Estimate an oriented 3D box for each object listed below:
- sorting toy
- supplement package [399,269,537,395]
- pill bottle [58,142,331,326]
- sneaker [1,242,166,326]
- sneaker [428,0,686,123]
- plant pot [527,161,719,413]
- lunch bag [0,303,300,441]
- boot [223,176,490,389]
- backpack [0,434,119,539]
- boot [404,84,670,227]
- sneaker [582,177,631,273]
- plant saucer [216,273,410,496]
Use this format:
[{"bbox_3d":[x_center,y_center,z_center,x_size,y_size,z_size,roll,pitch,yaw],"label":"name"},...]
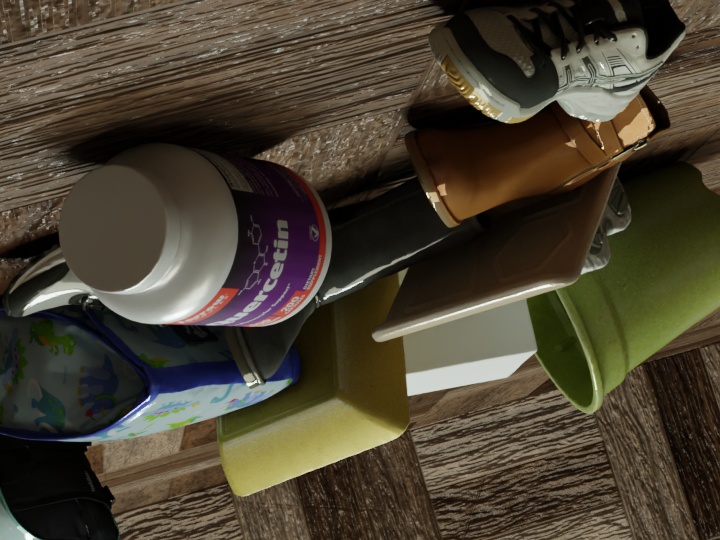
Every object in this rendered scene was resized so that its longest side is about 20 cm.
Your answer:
[{"bbox_3d":[0.114,-0.024,1.610,0.185,0.037,0.200,-18,-151,38],"label":"sorting toy"},{"bbox_3d":[0.036,0.043,1.845,0.199,0.122,0.120,-9,167,-11],"label":"supplement package"},{"bbox_3d":[-0.106,-0.021,1.348,0.112,0.113,0.200,-21,170,23],"label":"pill bottle"},{"bbox_3d":[-0.157,0.006,1.517,0.199,0.080,0.074,-14,172,-11],"label":"sneaker"},{"bbox_3d":[0.118,-0.139,1.242,0.088,0.076,0.200,-41,162,31],"label":"sneaker"},{"bbox_3d":[0.240,-0.001,1.903,0.184,0.201,0.200,-26,172,-10],"label":"plant pot"},{"bbox_3d":[-0.172,0.073,1.650,0.199,0.128,0.170,5,-173,40],"label":"lunch bag"},{"bbox_3d":[-0.001,-0.001,1.587,0.199,0.073,0.182,-14,-145,13],"label":"boot"},{"bbox_3d":[-0.352,0.216,2.093,0.153,0.177,0.200,-23,165,12],"label":"backpack"},{"bbox_3d":[0.128,-0.088,1.489,0.155,0.077,0.200,-25,163,22],"label":"boot"},{"bbox_3d":[0.155,-0.028,1.737,0.099,0.078,0.200,-27,-179,26],"label":"sneaker"},{"bbox_3d":[-0.054,0.059,1.705,0.200,0.201,0.048,-25,148,38],"label":"plant saucer"}]
